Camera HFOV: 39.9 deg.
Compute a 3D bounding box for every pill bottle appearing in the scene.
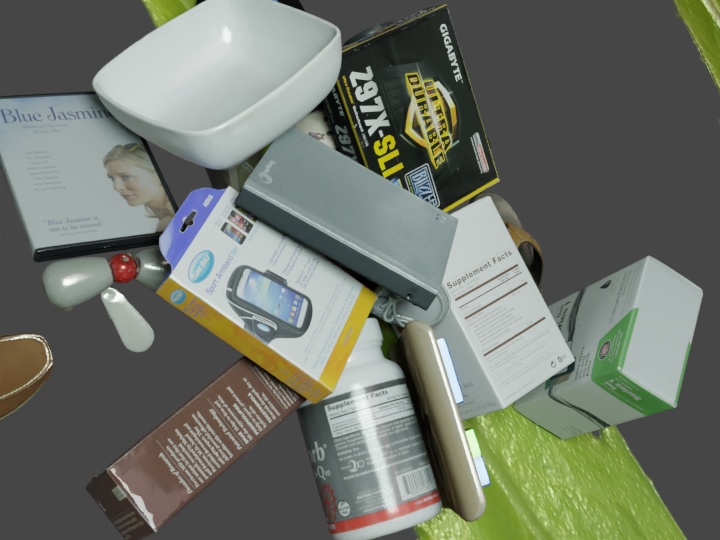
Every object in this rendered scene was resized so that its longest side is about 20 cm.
[{"bbox_3d":[0.000,0.156,0.979,0.115,0.116,0.202,-11,79,-31],"label":"pill bottle"}]

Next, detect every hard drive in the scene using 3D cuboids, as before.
[{"bbox_3d":[-0.008,-0.054,0.937,0.199,0.033,0.140,29,33,-4],"label":"hard drive"}]

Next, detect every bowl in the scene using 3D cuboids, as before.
[{"bbox_3d":[-0.131,-0.175,0.951,0.200,0.199,0.075,-40,138,-26],"label":"bowl"}]

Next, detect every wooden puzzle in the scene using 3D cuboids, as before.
[{"bbox_3d":[0.082,0.145,0.978,0.046,0.200,0.187,-16,81,-7],"label":"wooden puzzle"}]

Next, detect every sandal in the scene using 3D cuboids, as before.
[{"bbox_3d":[0.181,-0.006,1.161,0.081,0.055,0.202,4,62,-28],"label":"sandal"}]

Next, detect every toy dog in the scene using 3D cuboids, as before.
[{"bbox_3d":[-0.195,0.014,0.937,0.198,0.097,0.133,8,45,-15],"label":"toy dog"}]

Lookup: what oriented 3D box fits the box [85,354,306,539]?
[{"bbox_3d":[-0.145,0.153,0.908,0.200,0.100,0.075,-37,90,-32],"label":"box"}]

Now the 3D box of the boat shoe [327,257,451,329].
[{"bbox_3d":[0.000,-0.002,0.969,0.201,0.065,0.075,36,103,-7],"label":"boat shoe"}]

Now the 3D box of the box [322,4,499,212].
[{"bbox_3d":[0.051,-0.154,1.041,0.159,0.049,0.201,-29,111,-26],"label":"box"}]

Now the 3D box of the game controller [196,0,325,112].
[{"bbox_3d":[-0.099,-0.241,1.057,0.104,0.042,0.201,-24,67,-11],"label":"game controller"}]

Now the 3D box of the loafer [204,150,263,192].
[{"bbox_3d":[-0.114,-0.079,1.017,0.068,0.076,0.202,-9,78,-24],"label":"loafer"}]

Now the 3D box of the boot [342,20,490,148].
[{"bbox_3d":[0.074,-0.185,1.130,0.199,0.076,0.169,-3,72,-56],"label":"boot"}]

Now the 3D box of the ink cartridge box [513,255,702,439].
[{"bbox_3d":[0.270,0.092,1.101,0.084,0.200,0.147,31,61,-13],"label":"ink cartridge box"}]

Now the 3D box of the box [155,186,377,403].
[{"bbox_3d":[-0.089,0.015,0.894,0.199,0.041,0.119,36,51,-10],"label":"box"}]

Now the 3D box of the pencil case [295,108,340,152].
[{"bbox_3d":[-0.038,-0.117,1.069,0.089,0.078,0.202,6,69,-5],"label":"pencil case"}]

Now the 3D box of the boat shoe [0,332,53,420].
[{"bbox_3d":[-0.352,0.105,0.826,0.199,0.074,0.076,-24,86,-32],"label":"boat shoe"}]

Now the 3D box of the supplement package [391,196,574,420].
[{"bbox_3d":[0.114,0.045,1.074,0.119,0.121,0.201,-26,87,-32],"label":"supplement package"}]

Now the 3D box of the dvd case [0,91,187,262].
[{"bbox_3d":[-0.260,-0.096,0.928,0.142,0.018,0.201,-10,54,-31],"label":"dvd case"}]
